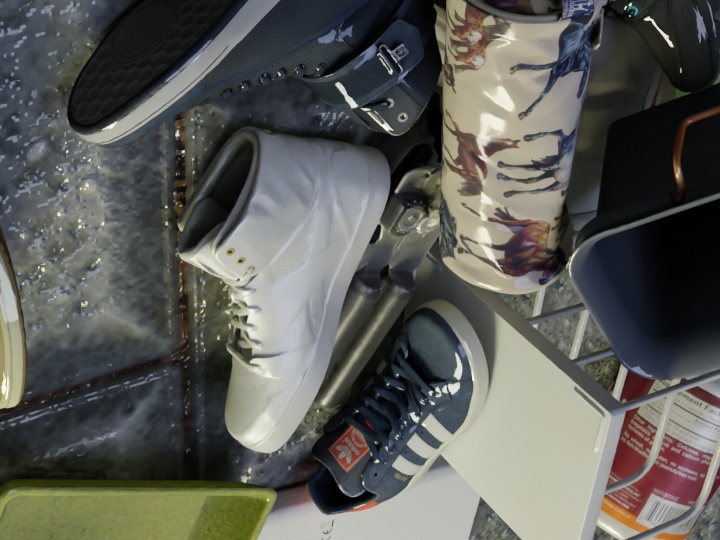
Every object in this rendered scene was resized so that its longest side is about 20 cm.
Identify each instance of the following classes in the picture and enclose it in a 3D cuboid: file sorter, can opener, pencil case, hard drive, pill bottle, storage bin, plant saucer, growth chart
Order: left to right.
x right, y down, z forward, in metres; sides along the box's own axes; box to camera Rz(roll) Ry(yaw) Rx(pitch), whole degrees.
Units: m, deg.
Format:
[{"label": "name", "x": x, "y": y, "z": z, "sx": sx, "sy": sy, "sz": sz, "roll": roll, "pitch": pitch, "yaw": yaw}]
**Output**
[{"label": "plant saucer", "x": -0.178, "y": 0.206, "z": 0.906, "sx": 0.199, "sy": 0.048, "sz": 0.201, "roll": 8, "pitch": 116, "yaw": -40}, {"label": "hard drive", "x": -0.002, "y": 0.204, "z": 1.054, "sx": 0.199, "sy": 0.026, "sz": 0.132, "roll": -10, "pitch": 126, "yaw": -32}, {"label": "can opener", "x": 0.000, "y": 0.000, "z": 0.893, "sx": 0.053, "sy": 0.067, "sz": 0.200, "roll": 3, "pitch": 132, "yaw": -40}, {"label": "pencil case", "x": 0.088, "y": -0.080, "z": 0.778, "sx": 0.089, "sy": 0.078, "sz": 0.201, "roll": 0, "pitch": 131, "yaw": 0}, {"label": "file sorter", "x": 0.131, "y": 0.075, "z": 0.933, "sx": 0.124, "sy": 0.200, "sz": 0.139, "roll": -15, "pitch": 129, "yaw": -30}, {"label": "growth chart", "x": 0.162, "y": -0.101, "z": 0.907, "sx": 0.144, "sy": 0.018, "sz": 0.201, "roll": 4, "pitch": 108, "yaw": -55}, {"label": "pill bottle", "x": 0.251, "y": 0.110, "z": 1.111, "sx": 0.114, "sy": 0.114, "sz": 0.201, "roll": 11, "pitch": 114, "yaw": -41}, {"label": "storage bin", "x": 0.222, "y": -0.049, "z": 0.807, "sx": 0.199, "sy": 0.135, "sz": 0.146, "roll": -20, "pitch": 127, "yaw": 24}]

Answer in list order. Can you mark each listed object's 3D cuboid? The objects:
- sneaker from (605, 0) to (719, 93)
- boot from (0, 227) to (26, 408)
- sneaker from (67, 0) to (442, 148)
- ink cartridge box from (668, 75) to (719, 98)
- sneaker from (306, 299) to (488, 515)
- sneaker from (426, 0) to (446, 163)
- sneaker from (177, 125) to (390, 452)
[{"label": "sneaker", "x": 0.138, "y": -0.184, "z": 0.806, "sx": 0.079, "sy": 0.075, "sz": 0.201, "roll": -30, "pitch": 101, "yaw": 0}, {"label": "boot", "x": -0.251, "y": 0.004, "z": 0.683, "sx": 0.154, "sy": 0.072, "sz": 0.201, "roll": -22, "pitch": 127, "yaw": -23}, {"label": "sneaker", "x": -0.045, "y": -0.103, "z": 0.754, "sx": 0.202, "sy": 0.077, "sz": 0.146, "roll": -41, "pitch": 134, "yaw": -6}, {"label": "ink cartridge box", "x": 0.228, "y": -0.079, "z": 1.003, "sx": 0.146, "sy": 0.048, "sz": 0.200, "roll": -44, "pitch": 139, "yaw": -1}, {"label": "sneaker", "x": 0.017, "y": 0.100, "z": 0.922, "sx": 0.084, "sy": 0.075, "sz": 0.200, "roll": -22, "pitch": 149, "yaw": -33}, {"label": "sneaker", "x": 0.077, "y": -0.151, "z": 0.825, "sx": 0.090, "sy": 0.066, "sz": 0.201, "roll": -32, "pitch": 137, "yaw": -21}, {"label": "sneaker", "x": -0.068, "y": 0.010, "z": 0.832, "sx": 0.115, "sy": 0.074, "sz": 0.201, "roll": 10, "pitch": 105, "yaw": -39}]
